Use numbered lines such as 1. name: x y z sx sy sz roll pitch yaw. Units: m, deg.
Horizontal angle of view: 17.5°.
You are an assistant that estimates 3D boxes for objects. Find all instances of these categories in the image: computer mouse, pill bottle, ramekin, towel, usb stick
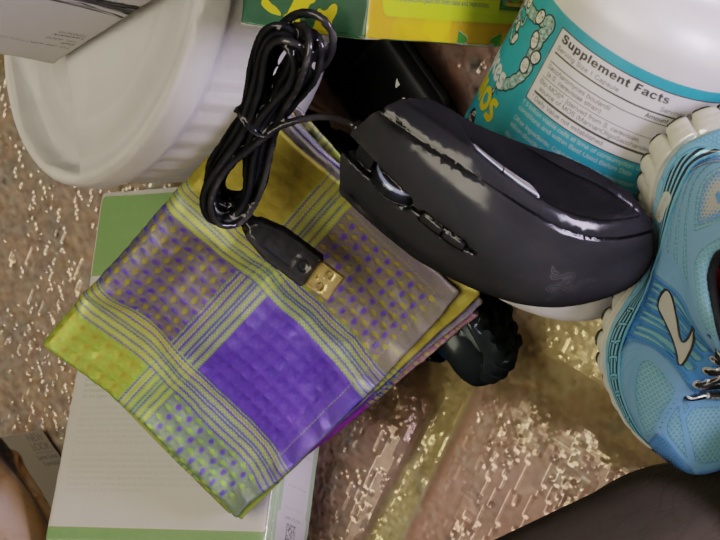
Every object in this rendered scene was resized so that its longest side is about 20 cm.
1. computer mouse: 0.020 -0.016 1.027 0.200 0.046 0.141 29 135 -7
2. pill bottle: 0.116 -0.083 1.064 0.111 0.111 0.200 41 122 23
3. ramekin: -0.092 -0.135 1.164 0.202 0.094 0.203 -13 73 52
4. towel: -0.050 0.022 1.136 0.144 0.023 0.200 45 120 -5
5. usb stick: -0.018 -0.142 1.213 0.055 0.033 0.200 -45 70 35

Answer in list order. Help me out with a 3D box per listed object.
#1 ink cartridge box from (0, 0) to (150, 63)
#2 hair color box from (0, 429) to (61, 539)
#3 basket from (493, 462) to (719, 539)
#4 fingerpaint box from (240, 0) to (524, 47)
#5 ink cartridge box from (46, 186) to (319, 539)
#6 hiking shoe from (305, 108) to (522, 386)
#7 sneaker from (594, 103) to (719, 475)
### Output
1. ink cartridge box: -0.132 -0.196 1.073 0.200 0.084 0.147 -22 66 52
2. hair color box: -0.172 0.188 1.284 0.065 0.109 0.200 -48 70 25
3. basket: 0.093 0.178 1.066 0.180 0.200 0.136 -48 69 26
4. fingerpaint box: 0.034 -0.189 1.079 0.073 0.200 0.167 11 99 32
5. ink cartridge box: -0.088 0.056 1.262 0.145 0.048 0.201 -3 70 31
6. hiking shoe: 0.000 0.000 1.183 0.200 0.074 0.087 46 105 28
7. sneaker: 0.159 0.026 1.040 0.090 0.078 0.200 -118 19 -44
